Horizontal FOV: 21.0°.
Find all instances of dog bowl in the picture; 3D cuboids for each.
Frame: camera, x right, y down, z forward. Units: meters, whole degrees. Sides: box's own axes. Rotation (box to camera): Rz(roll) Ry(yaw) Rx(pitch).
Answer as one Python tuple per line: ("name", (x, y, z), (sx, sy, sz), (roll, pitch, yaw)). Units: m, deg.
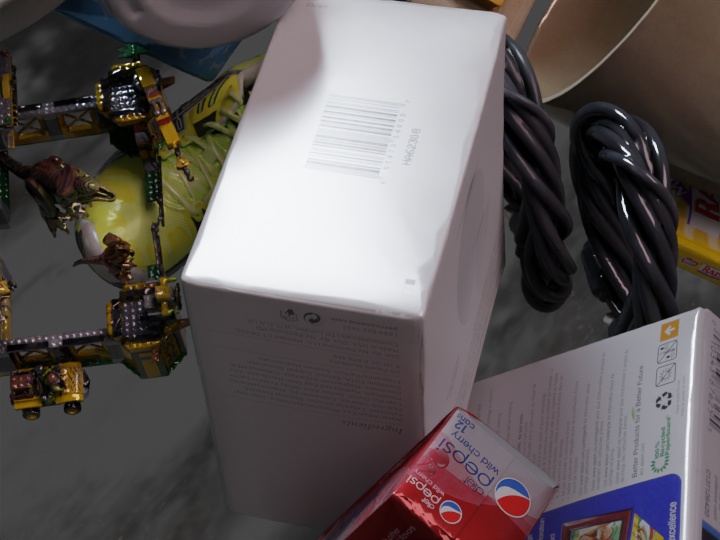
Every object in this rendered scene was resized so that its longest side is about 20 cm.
("dog bowl", (-0.155, -0.165, 1.089), (0.199, 0.111, 0.050), (26, 95, 2))

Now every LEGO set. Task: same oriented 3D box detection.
("LEGO set", (-0.160, -0.039, 0.983), (0.152, 0.116, 0.202), (0, 64, 4))

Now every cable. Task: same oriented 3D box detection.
("cable", (0.087, -0.061, 1.134), (0.050, 0.200, 0.165), (-15, 77, 1))
("cable", (0.151, -0.005, 1.121), (0.050, 0.200, 0.165), (-4, 69, 2))

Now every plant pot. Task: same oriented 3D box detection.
("plant pot", (0.234, -0.125, 1.228), (0.199, 0.187, 0.188), (35, 50, -15))

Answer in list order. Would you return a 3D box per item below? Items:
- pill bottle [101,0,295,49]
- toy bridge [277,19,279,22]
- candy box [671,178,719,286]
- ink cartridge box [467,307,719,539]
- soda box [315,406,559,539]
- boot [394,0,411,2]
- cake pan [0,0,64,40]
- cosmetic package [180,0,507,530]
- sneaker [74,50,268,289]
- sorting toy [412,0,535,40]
("pill bottle", (-0.093, -0.222, 1.008), (0.110, 0.112, 0.201), (8, 48, -25))
("toy bridge", (-0.094, -0.222, 1.197), (0.067, 0.027, 0.201), (-37, 95, -7))
("candy box", (0.229, -0.085, 1.315), (0.101, 0.026, 0.201), (21, 53, -12))
("ink cartridge box", (0.101, 0.135, 1.014), (0.047, 0.199, 0.199), (35, 48, -34))
("soda box", (0.011, 0.146, 0.938), (0.063, 0.200, 0.070), (41, 50, 1))
("boot", (-0.009, -0.224, 1.116), (0.079, 0.158, 0.214), (3, 97, -2))
("cake pan", (-0.189, -0.184, 0.928), (0.037, 0.198, 0.202), (53, 31, -55))
("cosmetic package", (0.000, 0.000, 1.006), (0.122, 0.201, 0.201), (8, 51, 12))
("sneaker", (-0.089, -0.068, 1.094), (0.075, 0.076, 0.200), (41, 53, -3))
("sorting toy", (0.055, -0.255, 1.231), (0.184, 0.201, 0.036), (26, 7, -13))
